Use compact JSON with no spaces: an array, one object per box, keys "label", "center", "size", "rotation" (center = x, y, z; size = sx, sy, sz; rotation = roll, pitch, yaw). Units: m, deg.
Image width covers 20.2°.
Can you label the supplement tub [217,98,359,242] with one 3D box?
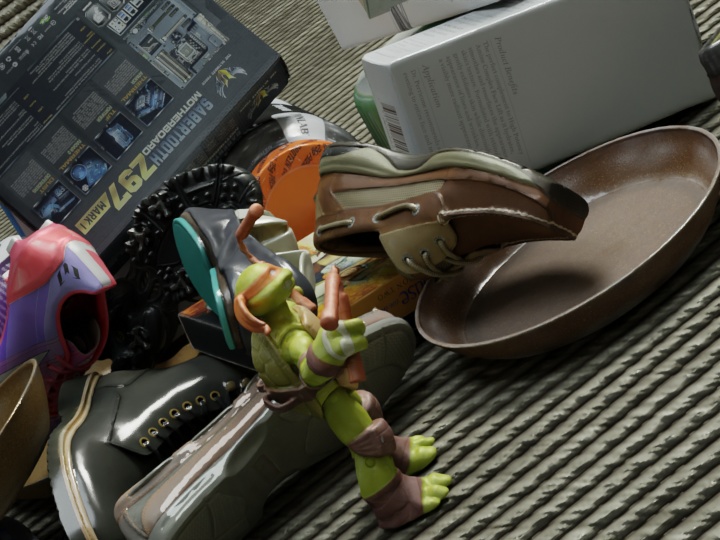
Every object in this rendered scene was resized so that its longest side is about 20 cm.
[{"label":"supplement tub","center":[-0.056,-0.056,1.451],"size":[0.122,0.123,0.200],"rotation":[-37,17,-6]}]

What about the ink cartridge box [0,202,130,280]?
[{"label":"ink cartridge box","center":[-0.202,-0.031,1.500],"size":[0.084,0.145,0.200],"rotation":[-34,-9,-5]}]

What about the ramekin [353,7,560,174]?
[{"label":"ramekin","center":[0.091,-0.135,1.419],"size":[0.200,0.098,0.200],"rotation":[-32,18,12]}]

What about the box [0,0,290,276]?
[{"label":"box","center":[-0.171,-0.114,1.380],"size":[0.200,0.158,0.051],"rotation":[-49,-15,-6]}]

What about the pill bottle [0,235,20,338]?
[{"label":"pill bottle","center":[-0.281,0.043,1.627],"size":[0.200,0.112,0.111],"rotation":[-45,20,-29]}]

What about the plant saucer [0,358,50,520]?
[{"label":"plant saucer","center":[-0.249,0.146,1.251],"size":[0.200,0.035,0.200],"rotation":[-48,13,15]}]

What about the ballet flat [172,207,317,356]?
[{"label":"ballet flat","center":[-0.064,0.001,1.198],"size":[0.073,0.073,0.200],"rotation":[-36,19,-2]}]

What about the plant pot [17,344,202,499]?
[{"label":"plant pot","center":[-0.179,0.099,1.434],"size":[0.200,0.028,0.200],"rotation":[-31,17,11]}]

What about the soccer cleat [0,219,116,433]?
[{"label":"soccer cleat","center":[-0.204,0.056,1.341],"size":[0.067,0.076,0.200],"rotation":[-29,-33,-39]}]

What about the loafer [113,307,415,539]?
[{"label":"loafer","center":[-0.057,0.087,1.141],"size":[0.200,0.072,0.063],"rotation":[-44,50,-16]}]

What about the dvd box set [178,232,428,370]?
[{"label":"dvd box set","center":[0.000,0.000,1.275],"size":[0.200,0.029,0.146],"rotation":[-32,22,-23]}]

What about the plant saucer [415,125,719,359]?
[{"label":"plant saucer","center":[0.123,-0.011,1.145],"size":[0.200,0.032,0.200],"rotation":[-32,19,12]}]

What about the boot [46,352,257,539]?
[{"label":"boot","center":[-0.116,0.105,1.244],"size":[0.138,0.078,0.200],"rotation":[-18,31,3]}]

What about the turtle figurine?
[{"label":"turtle figurine","center":[-0.018,0.055,1.023],"size":[0.064,0.161,0.200],"rotation":[-38,18,-8]}]

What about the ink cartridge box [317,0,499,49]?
[{"label":"ink cartridge box","center":[0.072,-0.231,1.367],"size":[0.145,0.084,0.200],"rotation":[-34,14,-30]}]

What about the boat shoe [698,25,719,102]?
[{"label":"boat shoe","center":[0.261,-0.162,1.229],"size":[0.072,0.066,0.201],"rotation":[-19,24,43]}]

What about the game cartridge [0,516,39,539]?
[{"label":"game cartridge","center":[-0.248,0.214,1.251],"size":[0.133,0.041,0.200],"rotation":[-36,17,-13]}]

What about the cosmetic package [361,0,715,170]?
[{"label":"cosmetic package","center":[0.112,-0.123,1.276],"size":[0.199,0.102,0.074],"rotation":[-21,15,-10]}]

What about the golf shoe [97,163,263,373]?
[{"label":"golf shoe","center":[-0.113,-0.009,1.354],"size":[0.094,0.078,0.200],"rotation":[-27,-16,-50]}]

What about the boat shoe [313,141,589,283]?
[{"label":"boat shoe","center":[0.047,-0.028,1.175],"size":[0.200,0.076,0.074],"rotation":[8,77,49]}]
